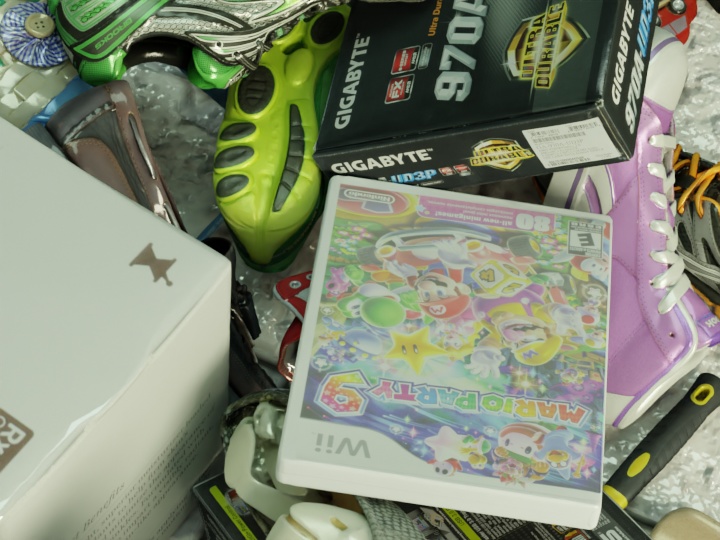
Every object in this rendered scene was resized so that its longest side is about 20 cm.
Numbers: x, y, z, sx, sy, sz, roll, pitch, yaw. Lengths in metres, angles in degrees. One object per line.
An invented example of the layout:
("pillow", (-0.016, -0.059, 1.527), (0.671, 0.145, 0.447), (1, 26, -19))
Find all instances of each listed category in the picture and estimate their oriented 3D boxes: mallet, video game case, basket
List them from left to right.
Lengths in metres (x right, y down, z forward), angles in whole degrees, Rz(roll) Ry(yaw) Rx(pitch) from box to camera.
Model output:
("basket", (-0.152, -0.079, 1.214), (0.200, 0.139, 0.176), (47, 49, -13))
("video game case", (0.044, 0.033, 1.079), (0.143, 0.018, 0.200), (9, 42, 1))
("mallet", (0.116, 0.114, 1.168), (0.066, 0.041, 0.200), (27, 54, 18))

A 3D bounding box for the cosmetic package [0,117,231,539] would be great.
("cosmetic package", (-0.172, 0.061, 1.080), (0.165, 0.200, 0.165), (31, 60, 15))

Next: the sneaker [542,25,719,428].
("sneaker", (0.150, -0.017, 1.184), (0.114, 0.073, 0.201), (25, 102, 20))

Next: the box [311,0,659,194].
("box", (0.072, -0.132, 1.183), (0.159, 0.046, 0.200), (-7, 50, 28))

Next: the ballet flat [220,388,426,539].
("ballet flat", (-0.020, 0.116, 1.035), (0.072, 0.072, 0.200), (-16, 34, -14))

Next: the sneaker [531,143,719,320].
("sneaker", (0.180, -0.032, 1.240), (0.200, 0.077, 0.078), (31, 62, 17))

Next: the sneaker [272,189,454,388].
("sneaker", (0.000, 0.000, 1.189), (0.112, 0.071, 0.200), (-14, 36, -6))

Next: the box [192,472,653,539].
("box", (0.034, 0.136, 1.091), (0.160, 0.044, 0.200), (-26, 38, -16))

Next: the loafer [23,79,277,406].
("loafer", (-0.088, -0.006, 1.140), (0.063, 0.200, 0.072), (-39, 30, -5))

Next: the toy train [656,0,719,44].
("toy train", (0.169, -0.144, 1.338), (0.200, 0.034, 0.046), (-30, 76, -22))

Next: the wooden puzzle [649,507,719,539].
("wooden puzzle", (0.173, 0.236, 1.093), (0.185, 0.037, 0.200), (32, 65, 15))

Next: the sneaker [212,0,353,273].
("sneaker", (-0.041, -0.085, 1.229), (0.074, 0.084, 0.200), (12, 53, 5))

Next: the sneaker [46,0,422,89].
("sneaker", (-0.055, -0.131, 1.154), (0.200, 0.078, 0.085), (-10, 80, -11))
